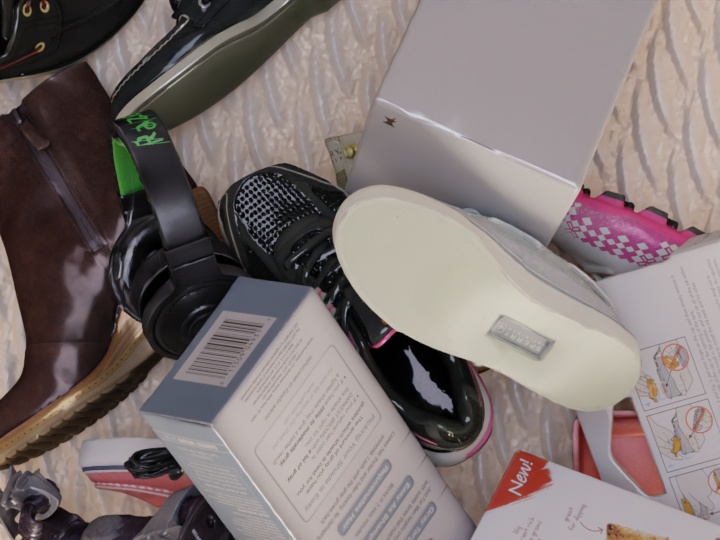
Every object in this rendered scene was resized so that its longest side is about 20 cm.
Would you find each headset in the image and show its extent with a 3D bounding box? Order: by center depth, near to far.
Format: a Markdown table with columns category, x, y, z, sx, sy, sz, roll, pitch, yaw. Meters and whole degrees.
| category | x | y | z | sx | sy | sz | roll | pitch | yaw |
| --- | --- | --- | --- | --- | --- | --- | --- | --- | --- |
| headset | -0.110 | 0.014 | 1.640 | 0.094 | 0.124 | 0.200 | -20 | 110 | -11 |

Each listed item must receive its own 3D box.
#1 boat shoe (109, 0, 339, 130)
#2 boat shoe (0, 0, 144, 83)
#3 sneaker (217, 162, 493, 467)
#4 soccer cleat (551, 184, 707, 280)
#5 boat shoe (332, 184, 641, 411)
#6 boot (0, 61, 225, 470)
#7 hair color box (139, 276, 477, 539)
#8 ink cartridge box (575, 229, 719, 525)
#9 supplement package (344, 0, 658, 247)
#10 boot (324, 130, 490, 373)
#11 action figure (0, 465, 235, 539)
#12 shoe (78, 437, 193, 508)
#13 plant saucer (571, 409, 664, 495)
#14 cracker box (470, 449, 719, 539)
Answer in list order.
| category | x | y | z | sx | sy | sz | roll | pitch | yaw |
| --- | --- | --- | --- | --- | --- | --- | --- | --- | --- |
| boat shoe | -0.075 | -0.155 | 1.719 | 0.199 | 0.075 | 0.066 | -40 | 75 | -5 |
| boat shoe | -0.202 | -0.146 | 1.706 | 0.201 | 0.063 | 0.074 | -23 | 83 | -22 |
| sneaker | 0.005 | 0.018 | 1.640 | 0.200 | 0.086 | 0.080 | 45 | 84 | 2 |
| soccer cleat | 0.178 | 0.016 | 1.711 | 0.200 | 0.070 | 0.086 | 23 | 90 | 2 |
| boat shoe | 0.064 | 0.006 | 1.607 | 0.201 | 0.072 | 0.070 | 31 | 112 | -26 |
| boot | -0.181 | -0.001 | 1.733 | 0.200 | 0.072 | 0.166 | -41 | 81 | -2 |
| hair color box | -0.024 | 0.108 | 1.605 | 0.099 | 0.061 | 0.200 | -54 | 129 | -27 |
| ink cartridge box | 0.213 | 0.078 | 1.667 | 0.176 | 0.045 | 0.200 | -17 | 97 | 28 |
| supplement package | 0.088 | -0.124 | 1.656 | 0.121 | 0.120 | 0.200 | 24 | 65 | 1 |
| boot | 0.000 | 0.000 | 1.718 | 0.200 | 0.072 | 0.155 | -18 | 89 | -3 |
| action figure | -0.140 | 0.159 | 1.681 | 0.130 | 0.200 | 0.069 | 49 | 48 | -29 |
| shoe | -0.065 | 0.148 | 1.717 | 0.200 | 0.071 | 0.091 | 7 | 84 | -2 |
| plant saucer | 0.221 | 0.175 | 1.717 | 0.199 | 0.037 | 0.200 | -1 | 94 | 2 |
| cracker box | 0.148 | 0.195 | 1.628 | 0.200 | 0.058 | 0.134 | 19 | 62 | 18 |
